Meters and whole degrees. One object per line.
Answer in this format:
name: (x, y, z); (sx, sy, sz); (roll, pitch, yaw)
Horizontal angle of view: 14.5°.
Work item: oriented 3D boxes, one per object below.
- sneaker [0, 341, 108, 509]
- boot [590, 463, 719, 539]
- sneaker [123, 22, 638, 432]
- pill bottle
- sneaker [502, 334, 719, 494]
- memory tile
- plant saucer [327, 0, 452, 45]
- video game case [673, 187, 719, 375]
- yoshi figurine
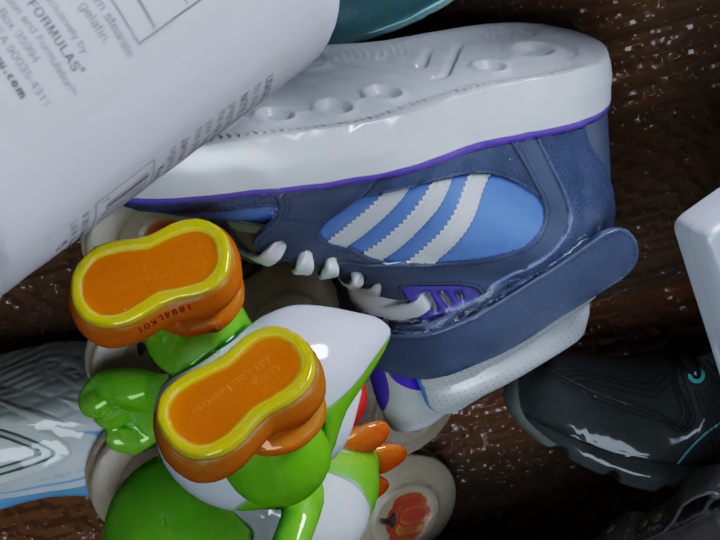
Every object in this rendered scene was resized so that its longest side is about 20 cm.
sneaker: (-0.173, 0.061, 1.051); (0.199, 0.072, 0.073); (4, 118, -2)
boot: (0.116, 0.159, 1.076); (0.174, 0.069, 0.200); (-16, 130, 30)
sneaker: (0.000, 0.000, 0.968); (0.199, 0.081, 0.147); (-12, 120, -28)
pill bottle: (-0.071, -0.091, 0.856); (0.200, 0.114, 0.115); (-38, 120, -21)
sneaker: (0.152, 0.042, 1.057); (0.199, 0.075, 0.080); (7, 106, -12)
memory tile: (-0.030, 0.040, 1.037); (0.153, 0.017, 0.201); (-14, 123, -23)
plant saucer: (-0.026, -0.171, 0.940); (0.199, 0.036, 0.201); (0, 120, 0)
video game case: (0.209, 0.009, 0.995); (0.200, 0.023, 0.182); (-34, 122, -22)
yoshi figurine: (-0.053, 0.069, 0.953); (0.112, 0.113, 0.200); (12, 157, 15)
